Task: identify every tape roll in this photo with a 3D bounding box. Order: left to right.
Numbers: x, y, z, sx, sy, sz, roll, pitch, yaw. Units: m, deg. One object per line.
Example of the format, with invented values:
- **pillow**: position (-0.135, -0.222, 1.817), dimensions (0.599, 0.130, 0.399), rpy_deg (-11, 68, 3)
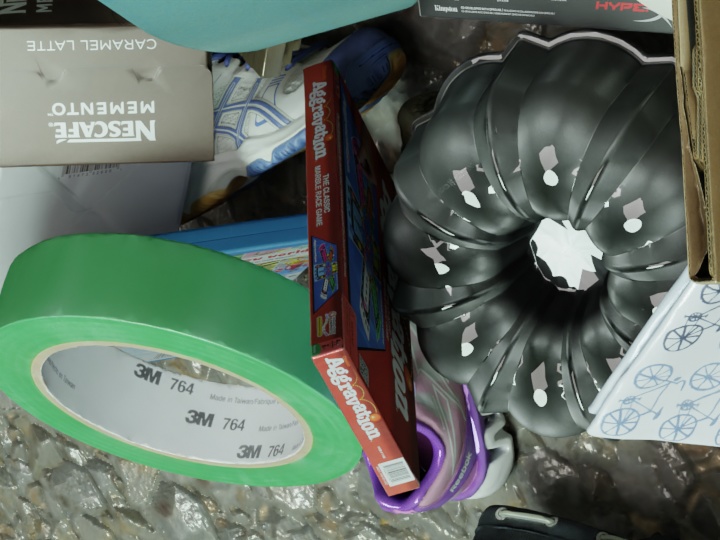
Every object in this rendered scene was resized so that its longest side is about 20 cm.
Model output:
- **tape roll**: position (-0.090, 0.049, 1.111), dimensions (0.199, 0.049, 0.201), rpy_deg (13, 155, 6)

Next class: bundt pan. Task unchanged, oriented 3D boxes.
- **bundt pan**: position (0.096, -0.007, 1.022), dimensions (0.200, 0.076, 0.204), rpy_deg (11, 117, 22)

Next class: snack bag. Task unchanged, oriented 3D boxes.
- **snack bag**: position (0.221, 0.018, 0.957), dimensions (0.189, 0.198, 0.022), rpy_deg (119, 146, -41)

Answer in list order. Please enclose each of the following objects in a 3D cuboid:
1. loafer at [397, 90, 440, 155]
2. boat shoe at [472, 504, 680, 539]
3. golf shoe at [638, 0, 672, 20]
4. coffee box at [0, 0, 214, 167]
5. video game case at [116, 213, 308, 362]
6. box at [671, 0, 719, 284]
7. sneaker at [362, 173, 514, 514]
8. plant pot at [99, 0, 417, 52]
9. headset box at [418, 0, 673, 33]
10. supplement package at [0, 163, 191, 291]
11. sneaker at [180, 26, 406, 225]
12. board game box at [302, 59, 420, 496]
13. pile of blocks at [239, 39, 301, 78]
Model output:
- **loafer**: position (0.093, -0.017, 1.105), dimensions (0.200, 0.076, 0.068), rpy_deg (38, 125, 17)
- **boat shoe**: position (0.150, 0.165, 1.156), dimensions (0.198, 0.061, 0.076), rpy_deg (11, 150, 12)
- **golf shoe**: position (0.093, -0.161, 0.920), dimensions (0.200, 0.088, 0.077), rpy_deg (42, 130, 10)
- **coffee box**: position (-0.134, -0.139, 1.120), dimensions (0.113, 0.201, 0.080), rpy_deg (-2, 125, -4)
- **video game case**: position (-0.111, 0.017, 1.214), dimensions (0.200, 0.142, 0.018), rpy_deg (-41, 61, 60)
- **box**: position (0.213, -0.076, 0.865), dimensions (0.021, 0.198, 0.165), rpy_deg (168, 100, -64)
- **sneaker**: position (0.018, 0.047, 1.191), dimensions (0.080, 0.088, 0.202), rpy_deg (-7, 107, 42)
- **plant pot**: position (-0.043, -0.176, 0.956), dimensions (0.140, 0.200, 0.143), rpy_deg (-14, 74, 10)
- **headset box**: position (0.093, -0.218, 1.000), dimensions (0.148, 0.077, 0.202), rpy_deg (8, 116, 35)
- **supplement package**: position (-0.192, -0.090, 1.223), dimensions (0.200, 0.120, 0.121), rpy_deg (49, 138, 39)
- **sneaker**: position (-0.061, -0.097, 1.191), dimensions (0.199, 0.075, 0.089), rpy_deg (-27, 91, 42)
- **board game box**: position (0.000, 0.000, 1.059), dimensions (0.019, 0.201, 0.103), rpy_deg (-15, 133, 12)
- **pile of blocks**: position (-0.035, -0.203, 1.111), dimensions (0.082, 0.062, 0.202), rpy_deg (20, 117, 57)
